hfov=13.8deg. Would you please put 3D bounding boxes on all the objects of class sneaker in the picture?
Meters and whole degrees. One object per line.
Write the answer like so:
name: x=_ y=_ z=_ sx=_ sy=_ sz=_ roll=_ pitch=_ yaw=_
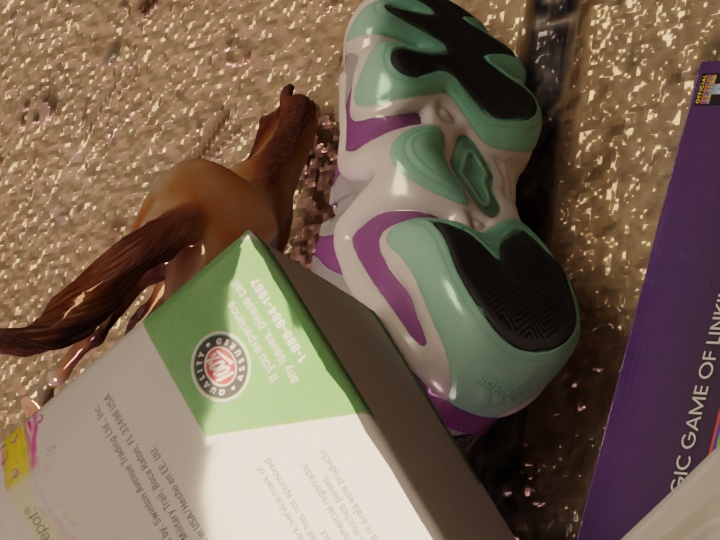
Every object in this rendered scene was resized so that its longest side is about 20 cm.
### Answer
sneaker: x=0.000 y=0.000 z=1.018 sx=0.140 sy=0.078 sz=0.200 roll=-49 pitch=28 yaw=31

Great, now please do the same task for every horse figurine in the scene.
horse figurine: x=-0.064 y=0.002 z=1.032 sx=0.050 sy=0.200 sz=0.133 roll=37 pitch=100 yaw=7

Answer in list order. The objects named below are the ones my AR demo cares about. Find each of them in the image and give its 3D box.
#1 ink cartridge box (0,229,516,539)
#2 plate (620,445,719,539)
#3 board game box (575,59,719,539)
ink cartridge box: x=-0.056 y=0.112 z=0.889 sx=0.200 sy=0.087 sz=0.146 roll=-39 pitch=59 yaw=10
plate: x=0.098 y=0.137 z=0.738 sx=0.200 sy=0.032 sz=0.199 roll=-38 pitch=48 yaw=-17
board game box: x=0.153 y=0.037 z=0.863 sx=0.165 sy=0.057 sz=0.201 roll=2 pitch=71 yaw=43
